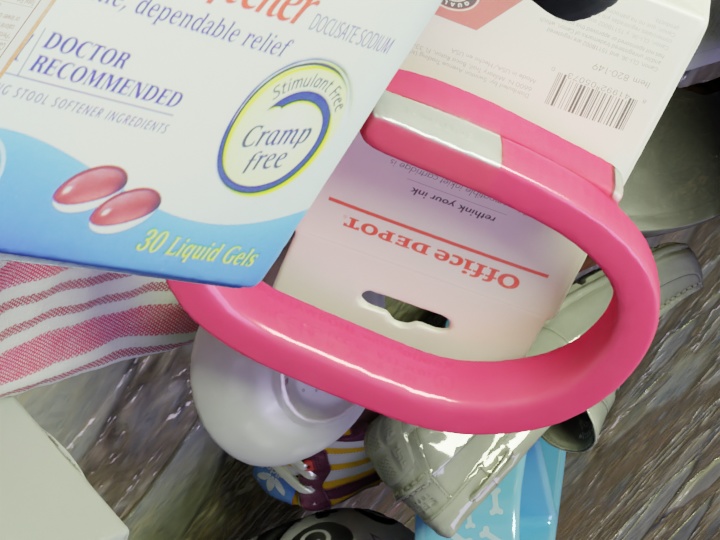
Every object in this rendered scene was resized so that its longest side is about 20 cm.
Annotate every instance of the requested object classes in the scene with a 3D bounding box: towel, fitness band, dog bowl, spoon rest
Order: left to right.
[{"bbox_3d":[-0.093,-0.020,0.854,0.146,0.030,0.200,-16,145,-41],"label":"towel"},{"bbox_3d":[0.000,0.000,0.945,0.200,0.061,0.099,-48,127,-15],"label":"spoon rest"},{"bbox_3d":[0.019,-0.005,0.827,0.200,0.037,0.144,24,132,-17],"label":"fitness band"},{"bbox_3d":[0.070,0.099,1.083,0.049,0.200,0.112,-1,135,15],"label":"dog bowl"}]

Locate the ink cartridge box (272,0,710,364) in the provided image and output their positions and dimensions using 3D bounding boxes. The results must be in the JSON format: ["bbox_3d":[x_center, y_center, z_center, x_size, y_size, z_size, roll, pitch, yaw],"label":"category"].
[{"bbox_3d":[0.047,-0.058,0.851,0.068,0.116,0.200,-76,-173,-50],"label":"ink cartridge box"}]

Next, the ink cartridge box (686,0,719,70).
[{"bbox_3d":[0.125,-0.136,0.936,0.200,0.059,0.104,-19,147,-37],"label":"ink cartridge box"}]

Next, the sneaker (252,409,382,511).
[{"bbox_3d":[-0.024,0.075,1.046,0.090,0.075,0.200,-51,153,6],"label":"sneaker"}]

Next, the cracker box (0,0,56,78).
[{"bbox_3d":[-0.124,-0.117,0.538,0.200,0.134,0.058,-50,153,19],"label":"cracker box"}]

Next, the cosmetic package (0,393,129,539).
[{"bbox_3d":[-0.202,0.123,0.840,0.200,0.102,0.074,-15,138,-41],"label":"cosmetic package"}]

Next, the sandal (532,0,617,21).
[{"bbox_3d":[0.060,-0.142,0.720,0.043,0.200,0.076,34,105,-27],"label":"sandal"}]

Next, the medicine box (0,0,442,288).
[{"bbox_3d":[-0.064,-0.108,0.643,0.182,0.103,0.200,9,119,-55],"label":"medicine box"}]

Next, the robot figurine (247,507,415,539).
[{"bbox_3d":[-0.041,0.198,1.127,0.125,0.151,0.200,34,137,-28],"label":"robot figurine"}]

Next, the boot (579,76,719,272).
[{"bbox_3d":[0.117,-0.036,1.044,0.188,0.069,0.200,-35,180,-35],"label":"boot"}]

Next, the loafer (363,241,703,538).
[{"bbox_3d":[0.091,0.053,1.017,0.200,0.070,0.070,-33,176,-24],"label":"loafer"}]
